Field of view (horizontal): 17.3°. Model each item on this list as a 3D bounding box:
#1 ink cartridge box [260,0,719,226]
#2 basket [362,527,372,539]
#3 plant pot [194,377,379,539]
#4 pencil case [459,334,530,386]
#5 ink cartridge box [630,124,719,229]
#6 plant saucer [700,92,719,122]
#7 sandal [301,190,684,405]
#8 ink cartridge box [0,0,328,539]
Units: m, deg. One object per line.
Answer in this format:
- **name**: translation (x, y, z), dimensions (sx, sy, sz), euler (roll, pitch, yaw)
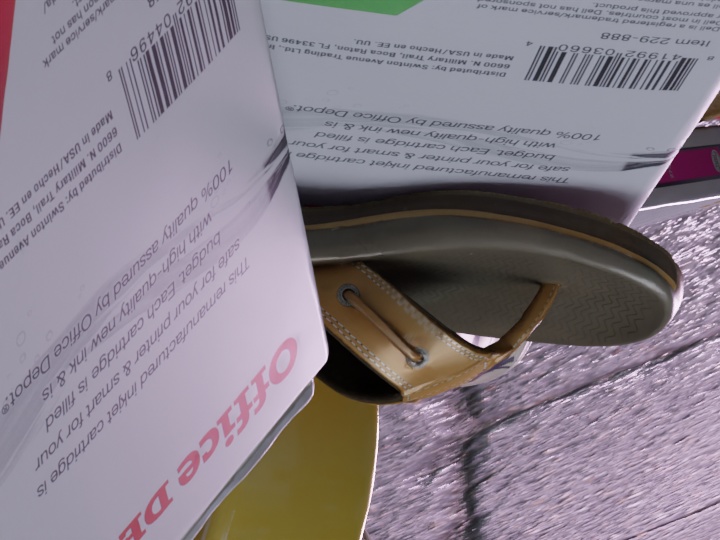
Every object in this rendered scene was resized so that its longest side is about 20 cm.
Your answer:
- **ink cartridge box**: translation (0.025, -0.081, 0.663), dimensions (0.145, 0.085, 0.200), euler (5, 158, -8)
- **basket**: translation (-0.111, 0.128, 1.001), dimensions (0.197, 0.201, 0.161), euler (-17, 160, -21)
- **plant pot**: translation (-0.127, 0.052, 0.795), dimensions (0.188, 0.202, 0.201), euler (14, 143, -37)
- **pencil case**: translation (0.000, 0.000, 0.965), dimensions (0.077, 0.090, 0.200), euler (1, 177, 32)
- **ink cartridge box**: translation (0.073, -0.026, 0.925), dimensions (0.094, 0.037, 0.200), euler (-17, 179, 30)
- **plant saucer**: translation (0.093, -0.071, 0.879), dimensions (0.199, 0.036, 0.200), euler (-15, 176, -1)
- **sandal**: translation (-0.004, 0.012, 0.711), dimensions (0.199, 0.054, 0.080), euler (4, 158, -4)
- **ink cartridge box**: translation (-0.090, -0.012, 0.563), dimensions (0.144, 0.083, 0.201), euler (-49, 145, -33)
